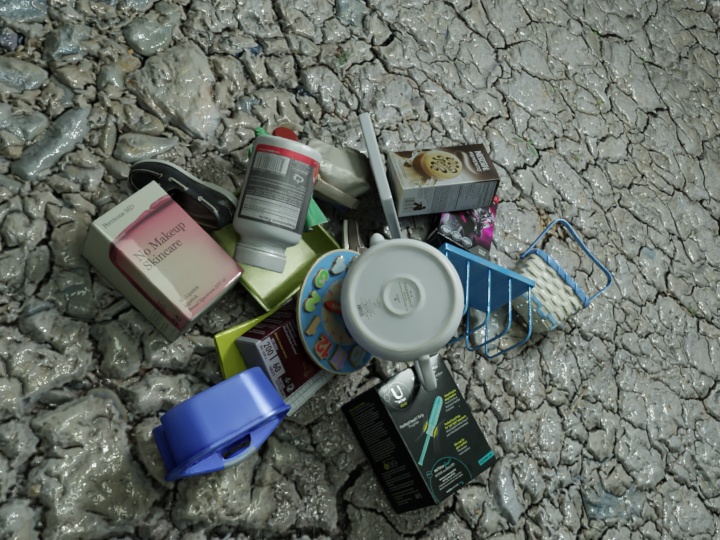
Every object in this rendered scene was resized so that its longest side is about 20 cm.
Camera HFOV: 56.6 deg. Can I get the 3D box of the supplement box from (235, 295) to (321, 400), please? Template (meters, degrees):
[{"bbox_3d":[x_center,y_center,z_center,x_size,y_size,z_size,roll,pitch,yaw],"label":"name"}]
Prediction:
[{"bbox_3d":[-0.091,0.106,1.074,0.200,0.061,0.109,-37,116,-36],"label":"supplement box"}]

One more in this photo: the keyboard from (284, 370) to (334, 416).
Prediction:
[{"bbox_3d":[-0.070,0.162,1.127,0.056,0.011,0.200,50,53,1],"label":"keyboard"}]

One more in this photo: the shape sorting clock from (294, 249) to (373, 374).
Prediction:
[{"bbox_3d":[-0.023,0.066,1.067,0.200,0.039,0.200,-1,92,-43],"label":"shape sorting clock"}]

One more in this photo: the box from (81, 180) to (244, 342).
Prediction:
[{"bbox_3d":[-0.301,-0.013,1.022,0.200,0.109,0.128,45,53,-3],"label":"box"}]

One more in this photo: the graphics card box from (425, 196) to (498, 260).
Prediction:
[{"bbox_3d":[0.213,-0.105,1.382,0.125,0.051,0.200,30,50,-12],"label":"graphics card box"}]

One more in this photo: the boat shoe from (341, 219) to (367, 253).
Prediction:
[{"bbox_3d":[0.000,0.000,1.197,0.059,0.072,0.200,-5,66,-2],"label":"boat shoe"}]

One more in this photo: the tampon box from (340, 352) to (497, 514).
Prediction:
[{"bbox_3d":[0.094,0.266,1.095,0.150,0.126,0.200,-20,76,-36],"label":"tampon box"}]

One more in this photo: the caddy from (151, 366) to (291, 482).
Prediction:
[{"bbox_3d":[-0.193,0.225,0.946,0.200,0.141,0.105,-25,77,-35],"label":"caddy"}]

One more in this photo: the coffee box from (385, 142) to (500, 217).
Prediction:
[{"bbox_3d":[0.161,-0.181,1.330,0.200,0.080,0.113,-8,50,-11],"label":"coffee box"}]

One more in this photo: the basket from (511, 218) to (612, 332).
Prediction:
[{"bbox_3d":[0.395,0.015,1.368,0.200,0.139,0.176,-39,89,-6],"label":"basket"}]

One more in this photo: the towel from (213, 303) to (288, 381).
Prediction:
[{"bbox_3d":[-0.144,0.108,1.078,0.200,0.018,0.086,-23,106,-39],"label":"towel"}]

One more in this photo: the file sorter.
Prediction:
[{"bbox_3d":[0.194,0.064,1.210,0.200,0.139,0.123,21,57,-21],"label":"file sorter"}]

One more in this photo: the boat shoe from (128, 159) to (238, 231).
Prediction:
[{"bbox_3d":[-0.293,-0.118,1.071,0.200,0.074,0.060,24,43,8],"label":"boat shoe"}]

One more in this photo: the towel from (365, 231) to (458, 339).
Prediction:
[{"bbox_3d":[0.099,0.027,1.275,0.200,0.035,0.193,13,61,-23],"label":"towel"}]

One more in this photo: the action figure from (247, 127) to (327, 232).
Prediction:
[{"bbox_3d":[-0.141,-0.153,1.138,0.118,0.055,0.200,-19,84,0],"label":"action figure"}]

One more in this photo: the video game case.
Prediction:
[{"bbox_3d":[0.041,-0.161,1.243,0.023,0.182,0.200,-16,60,4],"label":"video game case"}]

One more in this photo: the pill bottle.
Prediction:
[{"bbox_3d":[-0.137,-0.101,1.052,0.111,0.111,0.200,15,88,-22],"label":"pill bottle"}]

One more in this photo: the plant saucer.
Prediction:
[{"bbox_3d":[-0.163,-0.046,1.155,0.200,0.048,0.200,48,54,0],"label":"plant saucer"}]

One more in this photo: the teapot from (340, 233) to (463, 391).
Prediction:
[{"bbox_3d":[0.065,0.055,1.030,0.197,0.146,0.200,25,79,8],"label":"teapot"}]

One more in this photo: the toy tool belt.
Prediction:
[{"bbox_3d":[-0.085,-0.170,1.223,0.200,0.123,0.125,22,43,-13],"label":"toy tool belt"}]
